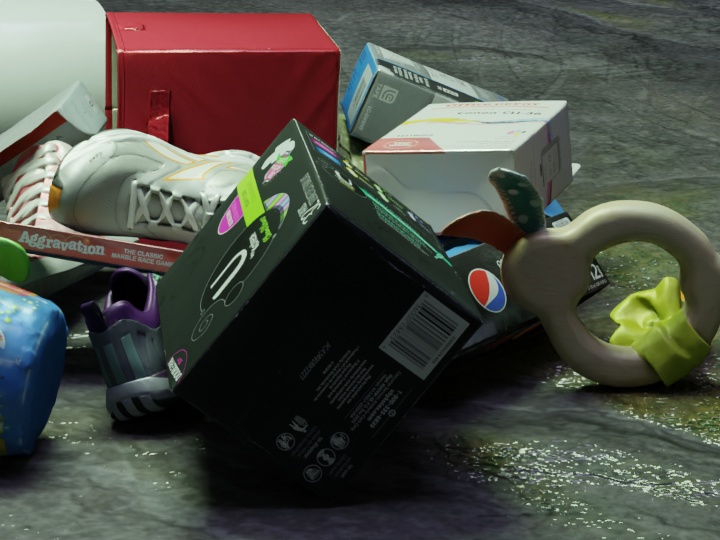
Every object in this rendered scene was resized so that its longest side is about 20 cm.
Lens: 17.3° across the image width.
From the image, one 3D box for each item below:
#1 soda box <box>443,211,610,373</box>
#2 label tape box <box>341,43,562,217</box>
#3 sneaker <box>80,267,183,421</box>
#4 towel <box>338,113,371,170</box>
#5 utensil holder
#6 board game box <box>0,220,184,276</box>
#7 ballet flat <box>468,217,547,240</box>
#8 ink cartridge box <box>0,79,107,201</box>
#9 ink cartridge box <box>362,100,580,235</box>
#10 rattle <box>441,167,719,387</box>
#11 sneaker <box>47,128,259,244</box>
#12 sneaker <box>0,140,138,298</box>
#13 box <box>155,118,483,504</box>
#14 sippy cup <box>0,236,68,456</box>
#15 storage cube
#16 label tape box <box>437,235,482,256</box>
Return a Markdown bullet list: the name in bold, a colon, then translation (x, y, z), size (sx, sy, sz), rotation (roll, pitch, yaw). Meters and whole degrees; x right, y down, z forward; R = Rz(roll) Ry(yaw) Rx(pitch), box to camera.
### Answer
- **soda box**: translation (0.083, 0.021, 1.620), size (0.071, 0.063, 0.200), rotation (-37, -11, 38)
- **label tape box**: translation (0.089, -0.115, 1.970), size (0.200, 0.063, 0.144), rotation (22, 12, -9)
- **sneaker**: translation (-0.123, 0.027, 1.573), size (0.074, 0.088, 0.200), rotation (-19, 10, 19)
- **towel**: translation (0.034, -0.082, 2.000), size (0.148, 0.037, 0.200), rotation (20, 12, -14)
- **utensil holder**: translation (-0.332, -0.164, 2.125), size (0.200, 0.170, 0.170), rotation (-6, 17, -23)
- **board game box**: translation (-0.147, -0.008, 1.624), size (0.199, 0.019, 0.103), rotation (10, -1, -3)
- **ballet flat**: translation (0.050, -0.047, 1.871), size (0.199, 0.073, 0.073), rotation (-4, 16, -4)
- **ink cartridge box**: translation (-0.288, -0.073, 1.872), size (0.162, 0.057, 0.200), rotation (-33, 15, 10)
- **ink cartridge box**: translation (0.088, -0.082, 1.769), size (0.116, 0.068, 0.200), rotation (1, 16, 19)
- **rattle**: translation (0.146, -0.012, 1.602), size (0.200, 0.130, 0.143), rotation (21, 28, -6)
- **sneaker**: translation (-0.118, -0.048, 1.635), size (0.200, 0.076, 0.092), rotation (-2, 22, -39)
- **sneaker**: translation (-0.242, -0.035, 1.760), size (0.075, 0.105, 0.200), rotation (-32, 1, 21)
- **box**: translation (-0.030, 0.020, 1.443), size (0.124, 0.149, 0.200), rotation (37, 9, -17)
- **sippy cup**: translation (-0.253, 0.054, 1.455), size (0.130, 0.178, 0.140), rotation (13, -11, 6)
- **storage cube**: translation (-0.117, -0.117, 1.948), size (0.179, 0.171, 0.200), rotation (-1, 15, -8)
- **label tape box**: translation (0.000, 0.000, 1.736), size (0.200, 0.063, 0.144), rotation (8, 18, 28)
